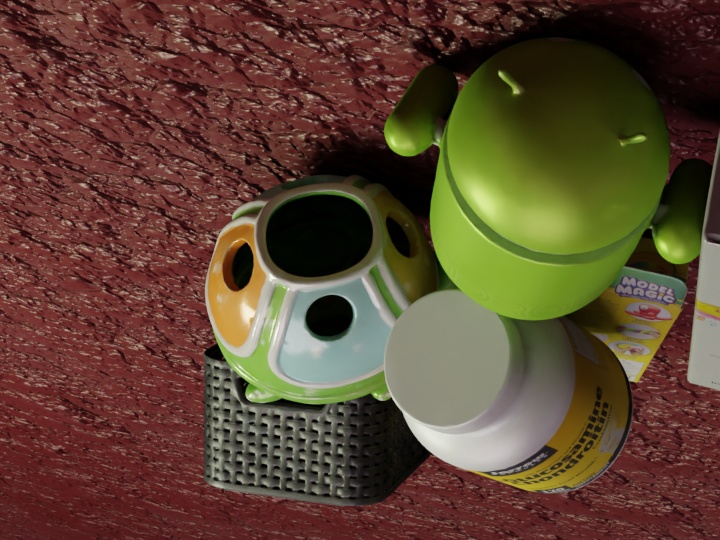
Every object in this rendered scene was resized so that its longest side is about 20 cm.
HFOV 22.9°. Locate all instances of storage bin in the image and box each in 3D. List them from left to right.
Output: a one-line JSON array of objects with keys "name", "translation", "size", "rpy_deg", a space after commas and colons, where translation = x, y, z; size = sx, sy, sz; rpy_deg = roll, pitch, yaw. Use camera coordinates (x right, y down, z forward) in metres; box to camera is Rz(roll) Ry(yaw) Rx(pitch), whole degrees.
[{"name": "storage bin", "translation": [-0.019, 0.090, 1.276], "size": [0.134, 0.095, 0.200], "rpy_deg": [5, -168, 19]}]

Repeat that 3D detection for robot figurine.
[{"name": "robot figurine", "translation": [0.097, -0.046, 0.934], "size": [0.174, 0.116, 0.200], "rpy_deg": [23, 161, 6]}]

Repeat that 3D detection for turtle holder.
[{"name": "turtle holder", "translation": [-0.006, 0.009, 1.115], "size": [0.184, 0.142, 0.132], "rpy_deg": [13, 155, 6]}]

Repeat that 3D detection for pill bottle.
[{"name": "pill bottle", "translation": [0.090, 0.072, 1.093], "size": [0.111, 0.113, 0.200], "rpy_deg": [2, 169, 26]}]

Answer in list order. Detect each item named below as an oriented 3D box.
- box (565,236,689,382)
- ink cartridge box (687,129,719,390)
[{"name": "box", "translation": [0.149, 0.017, 1.185], "size": [0.116, 0.049, 0.200], "rpy_deg": [12, 163, 2]}, {"name": "ink cartridge box", "translation": [0.209, -0.037, 0.845], "size": [0.082, 0.147, 0.200], "rpy_deg": [10, 160, 13]}]
